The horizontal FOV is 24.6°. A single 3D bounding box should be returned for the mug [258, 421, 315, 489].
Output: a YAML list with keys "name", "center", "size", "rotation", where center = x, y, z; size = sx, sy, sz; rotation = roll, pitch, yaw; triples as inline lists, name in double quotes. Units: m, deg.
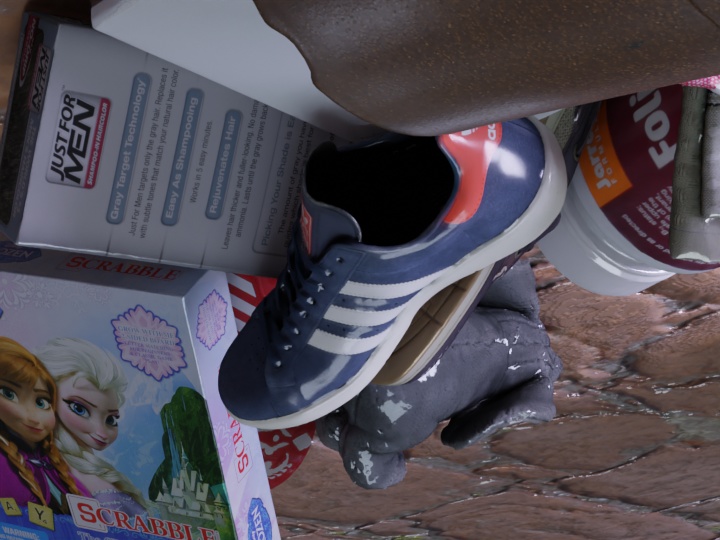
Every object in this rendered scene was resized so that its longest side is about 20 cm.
- name: "mug"
  center: [-0.138, 0.103, 1.081]
  size: [0.133, 0.178, 0.200]
  rotation: [21, -178, 38]

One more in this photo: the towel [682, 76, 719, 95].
- name: "towel"
  center: [0.223, -0.115, 0.612]
  size: [0.200, 0.147, 0.030]
  rotation: [12, -166, -16]

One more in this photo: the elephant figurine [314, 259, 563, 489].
- name: "elephant figurine"
  center: [0.072, 0.055, 1.080]
  size: [0.200, 0.155, 0.142]
  rotation: [-9, 117, -18]

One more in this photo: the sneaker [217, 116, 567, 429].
- name: "sneaker"
  center: [-0.010, -0.007, 0.704]
  size: [0.084, 0.075, 0.200]
  rotation: [22, 125, -42]

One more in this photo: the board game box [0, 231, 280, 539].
- name: "board game box"
  center: [-0.151, 0.076, 0.901]
  size: [0.200, 0.041, 0.200]
  rotation: [6, 123, 26]

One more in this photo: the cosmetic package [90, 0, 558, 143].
- name: "cosmetic package"
  center: [-0.001, -0.117, 0.664]
  size: [0.113, 0.081, 0.200]
  rotation: [-21, 152, 34]

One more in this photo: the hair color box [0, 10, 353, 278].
- name: "hair color box"
  center: [-0.063, -0.052, 0.769]
  size: [0.200, 0.099, 0.061]
  rotation: [8, -169, -28]

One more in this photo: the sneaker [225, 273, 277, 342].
- name: "sneaker"
  center: [0.000, 0.000, 0.885]
  size: [0.200, 0.116, 0.078]
  rotation: [1, -179, 3]

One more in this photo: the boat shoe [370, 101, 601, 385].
- name: "boat shoe"
  center: [0.061, -0.033, 0.762]
  size: [0.072, 0.200, 0.065]
  rotation: [27, -177, 43]

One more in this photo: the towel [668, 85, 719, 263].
- name: "towel"
  center: [0.221, -0.093, 0.646]
  size: [0.192, 0.200, 0.035]
  rotation: [-1, -161, -15]

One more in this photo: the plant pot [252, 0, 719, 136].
- name: "plant pot"
  center: [0.075, -0.135, 0.504]
  size: [0.200, 0.201, 0.198]
  rotation: [16, 158, -41]

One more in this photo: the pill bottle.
- name: "pill bottle"
  center: [0.170, -0.066, 0.777]
  size: [0.114, 0.114, 0.200]
  rotation: [8, 154, -29]
